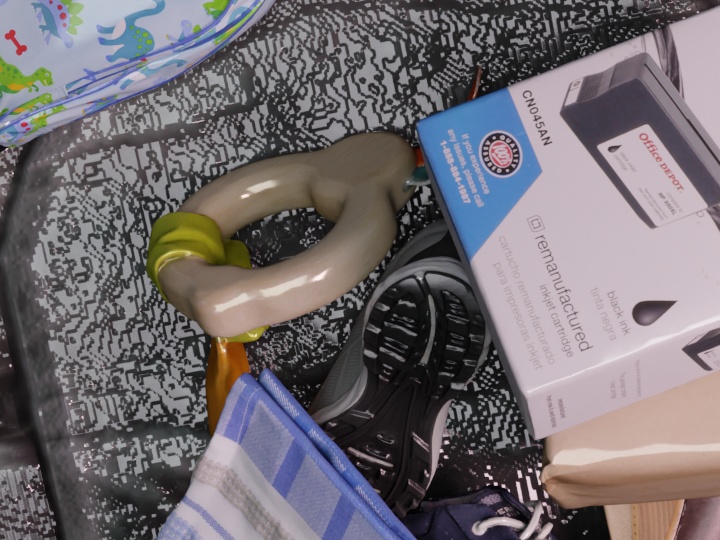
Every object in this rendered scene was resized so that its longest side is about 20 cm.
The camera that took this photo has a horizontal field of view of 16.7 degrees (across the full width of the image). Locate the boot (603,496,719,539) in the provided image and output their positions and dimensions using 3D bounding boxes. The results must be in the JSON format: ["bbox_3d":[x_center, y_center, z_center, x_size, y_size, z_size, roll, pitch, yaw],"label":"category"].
[{"bbox_3d":[0.215,0.148,1.269,0.166,0.072,0.200,-13,93,8],"label":"boot"}]

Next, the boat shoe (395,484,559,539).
[{"bbox_3d":[0.088,0.157,1.239,0.200,0.075,0.093,-9,94,44],"label":"boat shoe"}]

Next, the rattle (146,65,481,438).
[{"bbox_3d":[0.000,0.000,1.269,0.200,0.130,0.143,-29,108,-19],"label":"rattle"}]

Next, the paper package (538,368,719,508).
[{"bbox_3d":[0.183,0.013,1.210,0.200,0.103,0.191,-5,74,6],"label":"paper package"}]

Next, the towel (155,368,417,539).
[{"bbox_3d":[-0.050,0.164,1.248,0.147,0.024,0.200,47,130,24],"label":"towel"}]

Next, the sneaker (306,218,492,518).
[{"bbox_3d":[0.020,0.056,1.255,0.074,0.079,0.200,25,129,-5],"label":"sneaker"}]

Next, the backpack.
[{"bbox_3d":[-0.132,-0.156,1.229,0.200,0.154,0.163,-15,90,-7],"label":"backpack"}]

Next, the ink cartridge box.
[{"bbox_3d":[0.144,-0.030,1.129,0.200,0.084,0.145,-21,71,0],"label":"ink cartridge box"}]
